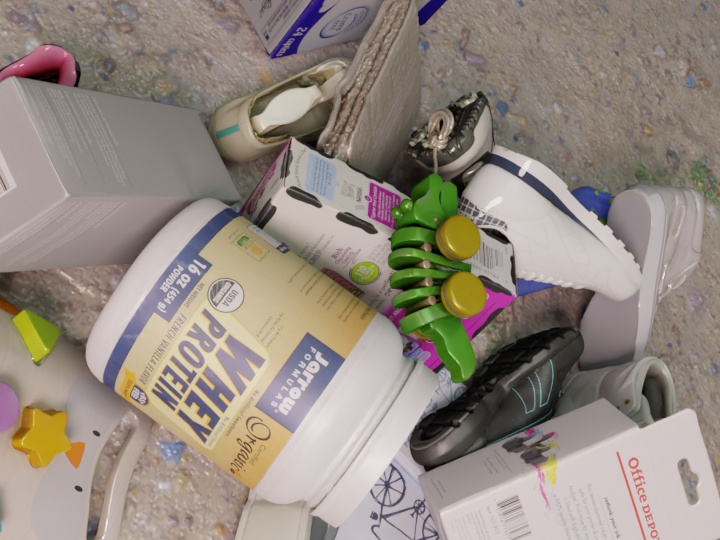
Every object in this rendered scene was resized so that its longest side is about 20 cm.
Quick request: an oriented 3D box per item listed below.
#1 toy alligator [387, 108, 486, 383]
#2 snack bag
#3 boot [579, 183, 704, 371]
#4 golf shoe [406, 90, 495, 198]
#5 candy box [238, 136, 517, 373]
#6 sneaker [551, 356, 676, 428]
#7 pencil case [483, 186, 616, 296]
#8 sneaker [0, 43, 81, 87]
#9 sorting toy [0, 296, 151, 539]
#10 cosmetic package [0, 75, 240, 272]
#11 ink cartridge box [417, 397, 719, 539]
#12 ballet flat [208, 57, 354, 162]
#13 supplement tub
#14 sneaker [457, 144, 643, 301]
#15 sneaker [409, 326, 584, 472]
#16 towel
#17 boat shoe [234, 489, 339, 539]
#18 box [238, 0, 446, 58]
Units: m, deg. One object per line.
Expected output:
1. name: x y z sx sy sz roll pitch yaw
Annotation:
1. toy alligator: 0.043 -0.023 0.687 0.054 0.059 0.200 6 69 -28
2. snack bag: 0.076 0.198 0.822 0.189 0.021 0.200 44 54 -9
3. boot: 0.268 0.018 0.936 0.096 0.074 0.200 -4 113 -34
4. golf shoe: 0.093 -0.100 0.865 0.088 0.077 0.200 54 11 -5
5. candy box: 0.000 0.000 0.778 0.200 0.136 0.061 24 41 -20
6. sneaker: 0.191 0.150 0.831 0.074 0.116 0.200 41 55 -14
7. pencil case: 0.165 -0.027 0.934 0.200 0.078 0.087 -14 102 -36
8. sneaker: -0.264 -0.089 0.688 0.079 0.095 0.200 44 56 -10
9. sorting toy: -0.219 0.108 0.649 0.180 0.107 0.200 35 54 -38
10. cosmetic package: -0.180 -0.057 0.667 0.090 0.107 0.200 63 20 6
11. ink cartridge box: 0.158 0.176 0.757 0.200 0.068 0.115 -21 105 -5
12. ballet flat: -0.039 -0.144 0.867 0.200 0.069 0.070 -31 88 -37
13. supplement tub: -0.062 0.062 0.673 0.200 0.144 0.144 35 55 2
14. sneaker: 0.156 -0.021 0.844 0.200 0.076 0.081 36 86 -30
15. sneaker: 0.123 0.118 0.839 0.200 0.075 0.079 -36 99 -31
16. towel: 0.010 -0.124 0.858 0.034 0.133 0.200 14 55 14
17. boat shoe: -0.040 0.157 0.756 0.062 0.073 0.200 71 29 -45
18. box: 0.012 -0.291 0.885 0.200 0.184 0.105 -23 82 -36
